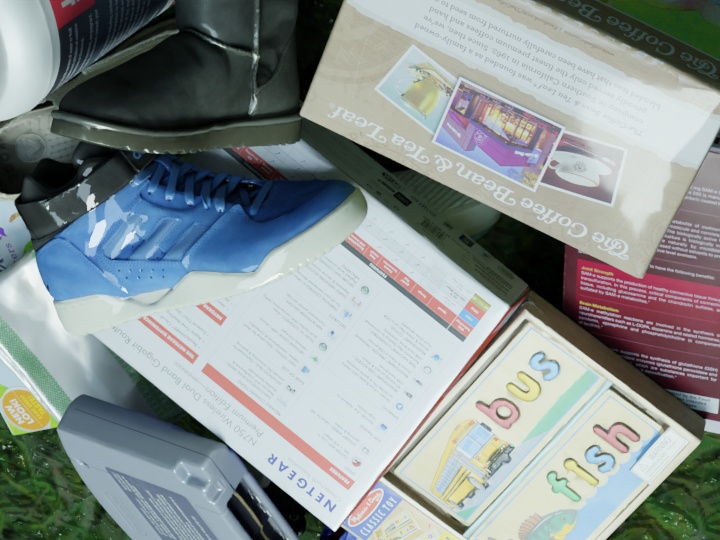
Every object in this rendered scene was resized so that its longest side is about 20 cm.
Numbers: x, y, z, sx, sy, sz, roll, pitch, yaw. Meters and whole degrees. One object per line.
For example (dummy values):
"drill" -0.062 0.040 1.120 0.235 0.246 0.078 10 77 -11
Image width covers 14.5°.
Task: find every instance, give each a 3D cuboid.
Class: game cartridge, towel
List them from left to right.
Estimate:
"towel" -0.125 0.022 1.744 0.200 0.031 0.149 -33 116 12
"game cartridge" -0.103 0.149 1.739 0.133 0.041 0.200 13 151 32

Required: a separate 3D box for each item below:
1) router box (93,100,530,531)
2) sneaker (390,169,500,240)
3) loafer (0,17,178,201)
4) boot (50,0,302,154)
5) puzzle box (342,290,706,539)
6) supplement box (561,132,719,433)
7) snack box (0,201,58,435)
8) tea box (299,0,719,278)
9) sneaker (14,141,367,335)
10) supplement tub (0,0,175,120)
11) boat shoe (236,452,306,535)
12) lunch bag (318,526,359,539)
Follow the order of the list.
"router box" -0.035 0.018 1.635 0.200 0.049 0.180 39 111 4
"sneaker" 0.000 0.000 1.695 0.200 0.074 0.082 -16 121 20
"loafer" -0.146 -0.087 1.667 0.200 0.068 0.076 -25 109 9
"boot" -0.089 -0.166 1.510 0.072 0.182 0.200 16 107 37
"puzzle box" 0.093 0.119 1.683 0.133 0.025 0.200 36 120 -6
"supplement box" 0.175 -0.008 1.631 0.109 0.061 0.200 12 130 14
"snack box" -0.198 0.003 1.799 0.142 0.053 0.200 -11 119 27
"tea box" 0.104 -0.134 1.478 0.200 0.197 0.134 25 131 2
"sneaker" -0.101 -0.042 1.571 0.200 0.077 0.111 -16 107 27
"supplement tub" -0.189 -0.170 1.555 0.140 0.200 0.141 27 138 27
"boat shoe" -0.043 0.121 1.799 0.066 0.075 0.200 1 143 -13
"lunch bag" 0.062 0.187 1.790 0.150 0.094 0.200 33 136 -3
